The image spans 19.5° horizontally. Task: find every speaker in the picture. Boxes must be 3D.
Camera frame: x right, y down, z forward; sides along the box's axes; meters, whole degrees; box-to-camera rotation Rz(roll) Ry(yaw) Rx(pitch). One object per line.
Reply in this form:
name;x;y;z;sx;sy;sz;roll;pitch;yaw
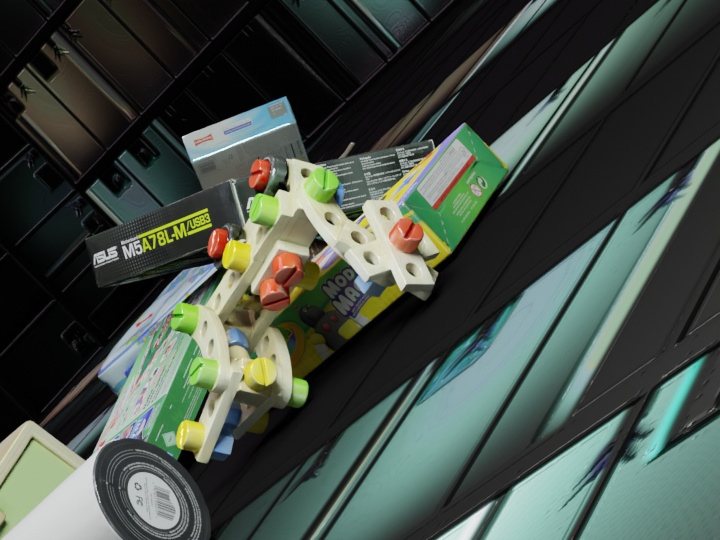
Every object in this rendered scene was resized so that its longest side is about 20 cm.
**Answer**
speaker;-0.173;0.177;1.155;0.200;0.081;0.081;-41;7;30

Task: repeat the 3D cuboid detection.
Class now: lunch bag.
lunch bag;-0.133;0.039;1.835;0.200;0.082;0.161;-43;5;22

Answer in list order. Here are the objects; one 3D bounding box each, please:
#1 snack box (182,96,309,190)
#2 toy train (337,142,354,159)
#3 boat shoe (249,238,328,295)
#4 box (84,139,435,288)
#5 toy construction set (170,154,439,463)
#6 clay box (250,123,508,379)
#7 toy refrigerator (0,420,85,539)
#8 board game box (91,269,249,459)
snack box;-0.109;-0.099;2.202;0.115;0.037;0.200;-21;-27;-2
toy train;-0.085;-0.045;2.124;0.200;0.085;0.116;-41;17;33
boat shoe;-0.057;0.018;1.572;0.070;0.071;0.200;-7;-5;-21
box;-0.071;-0.041;1.550;0.199;0.048;0.193;-14;-5;-40
toy construction set;-0.043;0.013;1.235;0.200;0.092;0.132;-40;38;31
clay box;0.000;0.000;1.339;0.200;0.048;0.115;-40;8;36
toy refrigerator;-0.251;0.204;1.398;0.070;0.076;0.201;-35;20;55
board game box;-0.151;0.103;1.521;0.134;0.029;0.201;-39;24;52
